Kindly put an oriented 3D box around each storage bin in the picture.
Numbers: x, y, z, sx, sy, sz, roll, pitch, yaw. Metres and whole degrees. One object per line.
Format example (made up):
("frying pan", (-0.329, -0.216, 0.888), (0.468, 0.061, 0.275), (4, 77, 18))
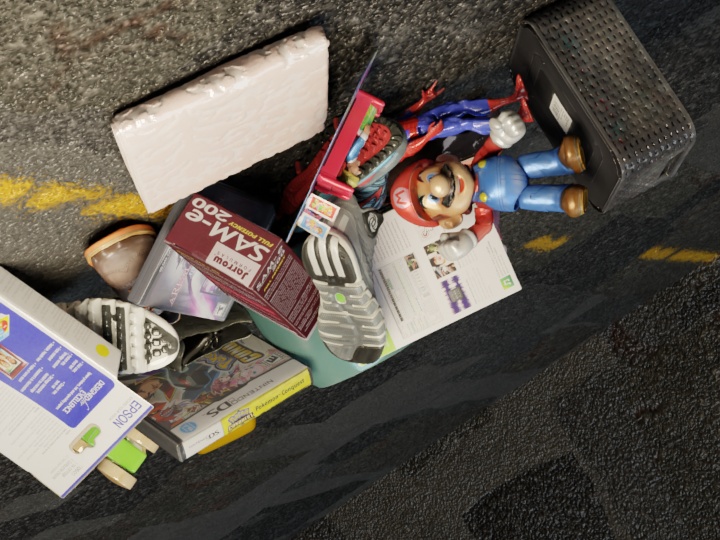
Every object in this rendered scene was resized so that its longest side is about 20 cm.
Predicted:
("storage bin", (0.249, -0.178, 1.546), (0.094, 0.200, 0.135), (-28, 164, -11))

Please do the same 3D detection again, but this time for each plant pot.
("plant pot", (-0.028, 0.038, 1.696), (0.200, 0.161, 0.201), (-26, -178, 1))

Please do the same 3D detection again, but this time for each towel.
("towel", (-0.121, -0.135, 1.333), (0.200, 0.032, 0.191), (-27, 165, -9))

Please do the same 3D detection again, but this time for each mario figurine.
("mario figurine", (0.126, -0.085, 1.493), (0.200, 0.124, 0.106), (-7, 135, 15))

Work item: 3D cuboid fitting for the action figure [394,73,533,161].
("action figure", (0.077, -0.156, 1.546), (0.200, 0.066, 0.052), (-18, 137, 12))

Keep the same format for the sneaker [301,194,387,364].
("sneaker", (0.000, 0.000, 1.509), (0.200, 0.075, 0.116), (79, 26, -49))

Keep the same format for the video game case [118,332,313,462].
("video game case", (-0.182, 0.122, 1.640), (0.181, 0.200, 0.026), (-29, 126, -29))

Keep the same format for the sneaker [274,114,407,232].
("sneaker", (-0.005, -0.103, 1.534), (0.095, 0.079, 0.200), (5, 155, -37))

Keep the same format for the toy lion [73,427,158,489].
("toy lion", (-0.333, 0.160, 1.663), (0.069, 0.192, 0.200), (-56, -151, -11))

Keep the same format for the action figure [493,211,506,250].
("action figure", (0.095, -0.059, 1.711), (0.134, 0.149, 0.200), (-11, -169, 10))

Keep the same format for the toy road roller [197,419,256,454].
("toy road roller", (-0.193, 0.139, 1.835), (0.123, 0.146, 0.200), (-26, 164, -15))

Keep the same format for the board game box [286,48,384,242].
("board game box", (-0.010, -0.111, 1.389), (0.158, 0.039, 0.200), (-67, -176, -52))

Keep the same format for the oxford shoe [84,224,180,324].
("oxford shoe", (-0.222, 0.007, 1.510), (0.071, 0.073, 0.200), (-29, 164, 4))

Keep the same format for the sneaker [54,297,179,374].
("sneaker", (-0.270, 0.060, 1.489), (0.200, 0.075, 0.081), (6, -175, 17))

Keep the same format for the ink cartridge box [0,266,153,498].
("ink cartridge box", (-0.325, 0.113, 1.459), (0.198, 0.200, 0.047), (-43, -163, 37))

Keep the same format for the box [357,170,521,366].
("box", (0.057, -0.003, 1.595), (0.200, 0.145, 0.036), (-25, -169, -7))

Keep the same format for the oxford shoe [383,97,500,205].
("oxford shoe", (0.067, -0.136, 1.635), (0.200, 0.071, 0.073), (-27, 141, -17))

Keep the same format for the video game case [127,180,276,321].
("video game case", (-0.157, -0.021, 1.522), (0.143, 0.019, 0.200), (-63, 160, 3))

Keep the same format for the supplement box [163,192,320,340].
("supplement box", (-0.108, -0.001, 1.484), (0.061, 0.109, 0.200), (-59, 160, -7))

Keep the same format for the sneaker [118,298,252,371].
("sneaker", (-0.228, 0.073, 1.634), (0.200, 0.104, 0.060), (-25, 144, -24))
